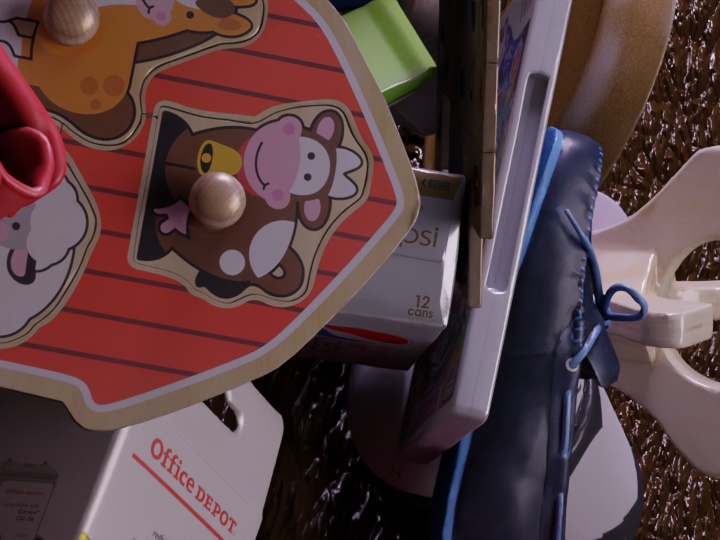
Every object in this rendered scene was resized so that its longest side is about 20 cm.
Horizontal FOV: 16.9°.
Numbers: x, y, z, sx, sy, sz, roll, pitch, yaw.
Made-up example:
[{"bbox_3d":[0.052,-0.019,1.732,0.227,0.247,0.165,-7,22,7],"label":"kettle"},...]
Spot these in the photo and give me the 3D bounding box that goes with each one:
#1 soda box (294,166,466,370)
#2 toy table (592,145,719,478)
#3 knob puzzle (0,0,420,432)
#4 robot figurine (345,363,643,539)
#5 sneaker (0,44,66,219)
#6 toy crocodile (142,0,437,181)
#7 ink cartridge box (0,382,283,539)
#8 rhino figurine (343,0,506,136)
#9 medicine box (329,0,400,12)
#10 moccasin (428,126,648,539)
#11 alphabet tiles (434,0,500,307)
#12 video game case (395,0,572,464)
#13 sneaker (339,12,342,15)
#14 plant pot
[{"bbox_3d":[0.000,0.000,1.028,0.200,0.068,0.064,114,-16,-83],"label":"soda box"},{"bbox_3d":[0.156,0.021,1.364,0.200,0.117,0.184,-33,122,-57],"label":"toy table"},{"bbox_3d":[-0.075,-0.041,0.858,0.030,0.219,0.220,141,-42,-79],"label":"knob puzzle"},{"bbox_3d":[0.071,0.092,1.201,0.125,0.150,0.200,-31,136,-2],"label":"robot figurine"},{"bbox_3d":[-0.158,0.003,0.775,0.078,0.115,0.200,-12,104,-61],"label":"sneaker"},{"bbox_3d":[-0.066,-0.045,0.903,0.062,0.200,0.068,87,-23,-76],"label":"toy crocodile"},{"bbox_3d":[-0.106,0.119,0.939,0.117,0.067,0.200,53,50,-51],"label":"ink cartridge box"},{"bbox_3d":[0.003,-0.132,1.118,0.200,0.060,0.088,41,54,-51],"label":"rhino figurine"},{"bbox_3d":[-0.036,-0.231,0.951,0.182,0.103,0.200,-75,148,-41],"label":"medicine box"},{"bbox_3d":[0.082,0.039,1.079,0.080,0.068,0.200,-126,-131,-82],"label":"moccasin"},{"bbox_3d":[0.043,-0.080,0.992,0.200,0.008,0.168,-107,-162,-78],"label":"alphabet tiles"},{"bbox_3d":[0.054,-0.022,1.060,0.143,0.018,0.200,124,-21,-76],"label":"video game case"},{"bbox_3d":[-0.069,-0.070,0.985,0.087,0.075,0.200,45,51,-42],"label":"sneaker"},{"bbox_3d":[0.083,-0.094,1.172,0.027,0.200,0.200,23,69,-23],"label":"plant pot"}]
